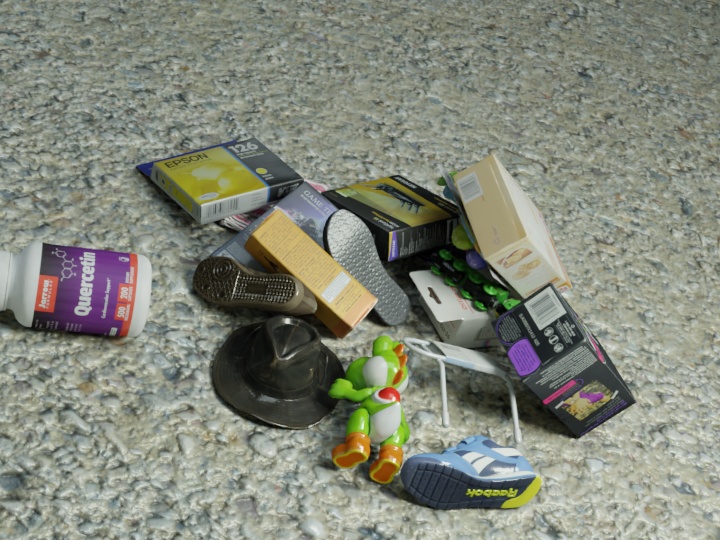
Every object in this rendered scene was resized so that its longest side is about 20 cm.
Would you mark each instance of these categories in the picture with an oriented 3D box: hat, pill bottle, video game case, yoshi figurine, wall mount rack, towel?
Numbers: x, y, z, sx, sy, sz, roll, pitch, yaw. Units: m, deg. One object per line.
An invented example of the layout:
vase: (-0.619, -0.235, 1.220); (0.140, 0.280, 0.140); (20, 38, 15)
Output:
hat: (-0.100, 0.117, 1.581); (0.200, 0.081, 0.201); (14, 38, -11)
pill bottle: (-0.381, 0.024, 1.538); (0.199, 0.113, 0.113); (7, 39, -18)
video game case: (-0.105, -0.033, 1.748); (0.143, 0.019, 0.200); (41, 64, 19)
yoshi figurine: (0.014, 0.184, 1.559); (0.111, 0.113, 0.201); (-3, 48, 16)
wall mount rack: (0.146, 0.159, 1.609); (0.199, 0.075, 0.174); (15, 13, -23)
towel: (-0.136, -0.111, 1.891); (0.146, 0.030, 0.200); (20, 37, -2)

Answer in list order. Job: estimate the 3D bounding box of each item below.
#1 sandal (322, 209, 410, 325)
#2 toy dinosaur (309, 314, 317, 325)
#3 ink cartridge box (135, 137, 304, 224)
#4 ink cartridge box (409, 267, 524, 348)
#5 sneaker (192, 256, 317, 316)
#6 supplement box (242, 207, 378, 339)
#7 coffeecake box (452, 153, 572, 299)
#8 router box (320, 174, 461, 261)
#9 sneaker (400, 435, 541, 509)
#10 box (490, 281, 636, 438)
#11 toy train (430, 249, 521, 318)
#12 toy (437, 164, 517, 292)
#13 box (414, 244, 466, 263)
sandal: (0.000, 0.001, 1.728); (0.076, 0.201, 0.043); (-41, 24, -24)
toy dinosaur: (-0.073, 0.003, 1.773); (0.101, 0.058, 0.201); (-15, 61, -14)
ink cartridge box: (-0.224, -0.158, 1.861); (0.197, 0.047, 0.200); (-20, 46, -34)
ink cartridge box: (0.170, 0.056, 1.797); (0.199, 0.068, 0.117); (-2, 42, -29)
sneaker: (-0.152, 0.034, 1.663); (0.199, 0.071, 0.076); (14, -16, 35)
supplement box: (-0.073, 0.004, 1.678); (0.200, 0.067, 0.069); (41, 65, -1)
coffeecake box: (0.228, -0.056, 1.737); (0.200, 0.073, 0.154); (39, 28, -53)
router box: (0.053, -0.087, 1.863); (0.157, 0.052, 0.200); (-15, 30, -31)
sneaker: (0.137, 0.261, 1.527); (0.199, 0.074, 0.082); (10, 36, -26)
box: (0.289, 0.129, 1.648); (0.200, 0.106, 0.122); (44, 16, -45)
toy train: (0.188, 0.032, 1.748); (0.200, 0.042, 0.056); (40, 30, 23)
toy: (0.162, -0.056, 1.754); (0.115, 0.047, 0.201); (26, 40, -61)
box: (0.183, -0.034, 1.892); (0.199, 0.033, 0.121); (-1, 12, -20)
